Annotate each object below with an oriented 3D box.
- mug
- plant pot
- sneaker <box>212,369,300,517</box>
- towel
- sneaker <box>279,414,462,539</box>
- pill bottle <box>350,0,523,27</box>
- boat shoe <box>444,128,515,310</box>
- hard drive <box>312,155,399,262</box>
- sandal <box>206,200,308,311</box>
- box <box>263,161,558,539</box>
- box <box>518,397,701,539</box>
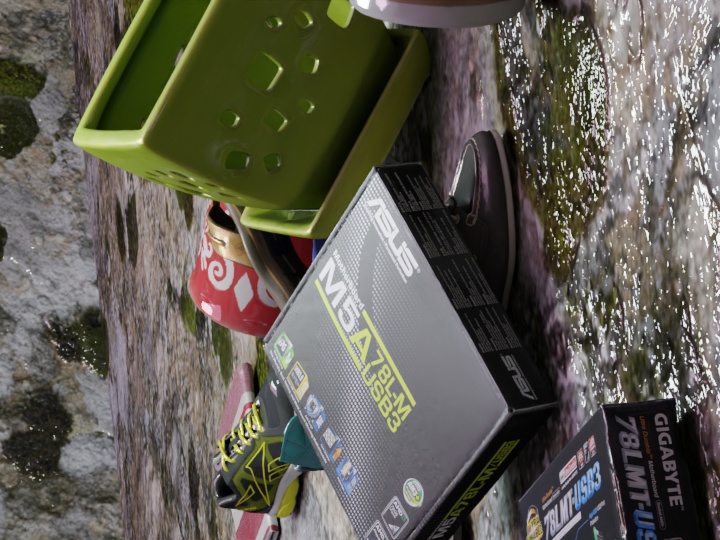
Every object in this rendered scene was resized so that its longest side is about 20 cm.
[{"bbox_3d":[-0.047,-0.055,2.032,0.133,0.176,0.201,-46,-28,-54],"label":"mug"},{"bbox_3d":[-0.072,-0.134,1.786,0.200,0.181,0.200,-62,19,-7],"label":"plant pot"},{"bbox_3d":[-0.096,0.171,2.303,0.201,0.084,0.075,100,162,-44],"label":"sneaker"},{"bbox_3d":[-0.116,0.218,2.552,0.144,0.023,0.201,109,154,-54],"label":"towel"},{"bbox_3d":[0.003,0.140,1.763,0.084,0.120,0.201,102,161,-48],"label":"sneaker"},{"bbox_3d":[0.050,-0.256,1.455,0.111,0.110,0.202,-123,33,-66],"label":"pill bottle"},{"bbox_3d":[0.066,0.008,1.593,0.067,0.057,0.202,-129,38,-69],"label":"boat shoe"},{"bbox_3d":[0.000,0.000,1.900,0.132,0.025,0.201,39,132,53],"label":"hard drive"},{"bbox_3d":[-0.087,-0.021,1.920,0.201,0.054,0.080,63,-161,9],"label":"sandal"},{"bbox_3d":[0.026,0.066,1.582,0.201,0.047,0.193,62,141,26],"label":"box"},{"bbox_3d":[0.141,0.193,1.314,0.200,0.049,0.200,117,149,-67],"label":"box"}]
